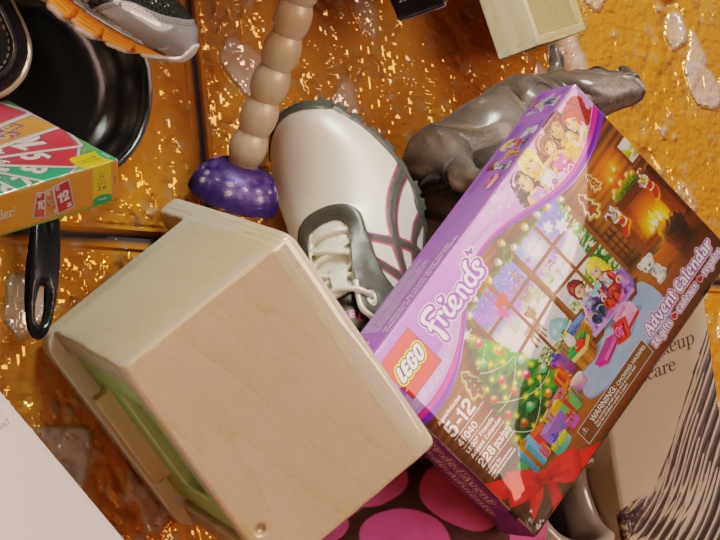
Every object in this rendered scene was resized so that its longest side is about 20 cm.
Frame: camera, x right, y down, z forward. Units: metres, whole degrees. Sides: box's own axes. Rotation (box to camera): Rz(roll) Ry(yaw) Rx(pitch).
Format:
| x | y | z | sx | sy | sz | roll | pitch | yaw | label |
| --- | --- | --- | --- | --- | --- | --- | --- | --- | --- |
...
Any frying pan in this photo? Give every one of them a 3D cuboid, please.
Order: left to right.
| x | y | z | sx | sy | sz | roll | pitch | yaw | label |
| --- | --- | --- | --- | --- | --- | --- | --- | --- | --- |
| -0.149 | -0.064 | 1.320 | 0.114 | 0.031 | 0.192 | -10 | 86 | -42 | frying pan |

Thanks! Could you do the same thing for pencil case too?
| x | y | z | sx | sy | sz | roll | pitch | yaw | label |
| --- | --- | --- | --- | --- | --- | --- | --- | --- | --- |
| 0.009 | 0.165 | 1.367 | 0.094 | 0.091 | 0.200 | 42 | 47 | 15 | pencil case |

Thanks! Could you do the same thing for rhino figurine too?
| x | y | z | sx | sy | sz | roll | pitch | yaw | label |
| --- | --- | --- | --- | --- | --- | --- | --- | --- | --- |
| 0.097 | -0.082 | 1.477 | 0.200 | 0.087 | 0.060 | -36 | 124 | -42 | rhino figurine |

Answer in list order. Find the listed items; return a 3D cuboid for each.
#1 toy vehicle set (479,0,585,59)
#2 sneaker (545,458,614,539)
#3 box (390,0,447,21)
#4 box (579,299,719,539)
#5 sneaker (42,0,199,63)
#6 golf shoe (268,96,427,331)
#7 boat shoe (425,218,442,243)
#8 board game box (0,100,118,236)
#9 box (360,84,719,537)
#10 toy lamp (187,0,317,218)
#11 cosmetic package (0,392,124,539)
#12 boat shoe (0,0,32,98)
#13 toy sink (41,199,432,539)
| x | y | z | sx | sy | sz | roll | pitch | yaw | label |
| --- | --- | --- | --- | --- | --- | --- | --- | --- | --- |
| 0.080 | -0.231 | 1.559 | 0.201 | 0.026 | 0.124 | 71 | 20 | -2 | toy vehicle set |
| 0.082 | 0.082 | 1.456 | 0.075 | 0.099 | 0.201 | -34 | 101 | -42 | sneaker |
| 0.006 | -0.256 | 1.466 | 0.143 | 0.036 | 0.201 | -70 | 137 | -65 | box |
| 0.161 | 0.107 | 1.481 | 0.082 | 0.068 | 0.202 | -20 | 110 | -24 | box |
| -0.150 | -0.181 | 1.275 | 0.200 | 0.077 | 0.078 | 44 | 5 | -2 | sneaker |
| 0.000 | 0.000 | 1.391 | 0.201 | 0.077 | 0.088 | 68 | 18 | 4 | golf shoe |
| 0.091 | 0.011 | 1.505 | 0.071 | 0.070 | 0.201 | -46 | 111 | -41 | boat shoe |
| -0.219 | -0.032 | 1.187 | 0.199 | 0.095 | 0.030 | -22 | 124 | -35 | board game box |
| 0.095 | 0.021 | 1.368 | 0.137 | 0.039 | 0.200 | 44 | 70 | -18 | box |
| -0.037 | -0.128 | 1.355 | 0.058 | 0.058 | 0.201 | 1 | 113 | -43 | toy lamp |
| -0.194 | 0.107 | 1.172 | 0.200 | 0.107 | 0.085 | 52 | 58 | -21 | cosmetic package |
| -0.233 | -0.158 | 1.232 | 0.075 | 0.062 | 0.200 | -42 | 108 | -8 | boat shoe |
| -0.073 | 0.055 | 1.289 | 0.112 | 0.200 | 0.131 | -38 | 109 | -12 | toy sink |
